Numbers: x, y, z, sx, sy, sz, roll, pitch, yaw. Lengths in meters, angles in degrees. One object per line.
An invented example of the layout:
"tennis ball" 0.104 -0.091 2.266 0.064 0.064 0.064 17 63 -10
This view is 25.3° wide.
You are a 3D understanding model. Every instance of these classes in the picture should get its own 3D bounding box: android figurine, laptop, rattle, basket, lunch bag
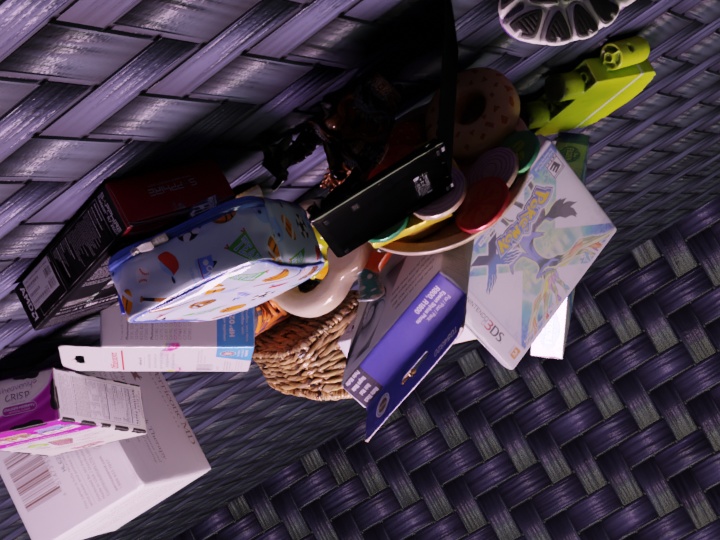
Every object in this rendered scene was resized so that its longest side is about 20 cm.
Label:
"android figurine" 0.262 -0.207 1.854 0.199 0.041 0.182 -18 164 -43
"laptop" 0.026 -0.123 1.406 0.199 0.116 0.187 -32 169 1
"rattle" 0.000 0.000 1.703 0.199 0.131 0.143 -2 152 41
"basket" -0.045 0.115 2.011 0.143 0.150 0.200 -40 -159 -16
"lunch bag" -0.128 -0.005 1.406 0.159 0.076 0.200 -23 170 16

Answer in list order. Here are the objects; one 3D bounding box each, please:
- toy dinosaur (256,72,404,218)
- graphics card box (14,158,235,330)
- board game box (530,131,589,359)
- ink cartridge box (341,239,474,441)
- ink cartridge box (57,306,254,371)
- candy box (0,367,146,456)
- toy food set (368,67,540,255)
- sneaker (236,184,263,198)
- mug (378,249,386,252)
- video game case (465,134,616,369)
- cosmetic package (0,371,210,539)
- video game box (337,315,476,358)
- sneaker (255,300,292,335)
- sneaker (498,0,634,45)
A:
"toy dinosaur" -0.011 -0.109 1.486 0.136 0.102 0.201 -42 153 -20
"graphics card box" -0.214 -0.023 1.443 0.125 0.051 0.200 -20 164 -43
"board game box" 0.235 -0.032 1.883 0.043 0.202 0.199 7 -153 10
"ink cartridge box" 0.047 0.037 1.590 0.200 0.040 0.201 -52 -161 39
"ink cartridge box" -0.213 0.062 1.676 0.198 0.069 0.115 0 164 -8
"candy box" -0.341 0.158 1.761 0.135 0.062 0.200 -14 165 17
"toy food set" 0.076 -0.098 1.543 0.199 0.199 0.049 -23 137 10
"sneaker" -0.115 -0.012 1.639 0.074 0.091 0.200 -27 169 -11
"mug" 0.098 -0.093 1.738 0.175 0.147 0.201 -16 132 -49
"video game case" 0.176 -0.016 1.713 0.201 0.022 0.182 -53 135 -7
"cosmetic package" -0.322 0.221 1.966 0.166 0.168 0.200 -32 170 15
"video game box" 0.093 0.029 1.874 0.199 0.047 0.183 -15 -153 37
"sneaker" -0.127 0.039 1.924 0.112 0.078 0.200 -30 -179 -18
"sneaker" 0.204 -0.246 1.441 0.199 0.081 0.083 -25 174 -26
